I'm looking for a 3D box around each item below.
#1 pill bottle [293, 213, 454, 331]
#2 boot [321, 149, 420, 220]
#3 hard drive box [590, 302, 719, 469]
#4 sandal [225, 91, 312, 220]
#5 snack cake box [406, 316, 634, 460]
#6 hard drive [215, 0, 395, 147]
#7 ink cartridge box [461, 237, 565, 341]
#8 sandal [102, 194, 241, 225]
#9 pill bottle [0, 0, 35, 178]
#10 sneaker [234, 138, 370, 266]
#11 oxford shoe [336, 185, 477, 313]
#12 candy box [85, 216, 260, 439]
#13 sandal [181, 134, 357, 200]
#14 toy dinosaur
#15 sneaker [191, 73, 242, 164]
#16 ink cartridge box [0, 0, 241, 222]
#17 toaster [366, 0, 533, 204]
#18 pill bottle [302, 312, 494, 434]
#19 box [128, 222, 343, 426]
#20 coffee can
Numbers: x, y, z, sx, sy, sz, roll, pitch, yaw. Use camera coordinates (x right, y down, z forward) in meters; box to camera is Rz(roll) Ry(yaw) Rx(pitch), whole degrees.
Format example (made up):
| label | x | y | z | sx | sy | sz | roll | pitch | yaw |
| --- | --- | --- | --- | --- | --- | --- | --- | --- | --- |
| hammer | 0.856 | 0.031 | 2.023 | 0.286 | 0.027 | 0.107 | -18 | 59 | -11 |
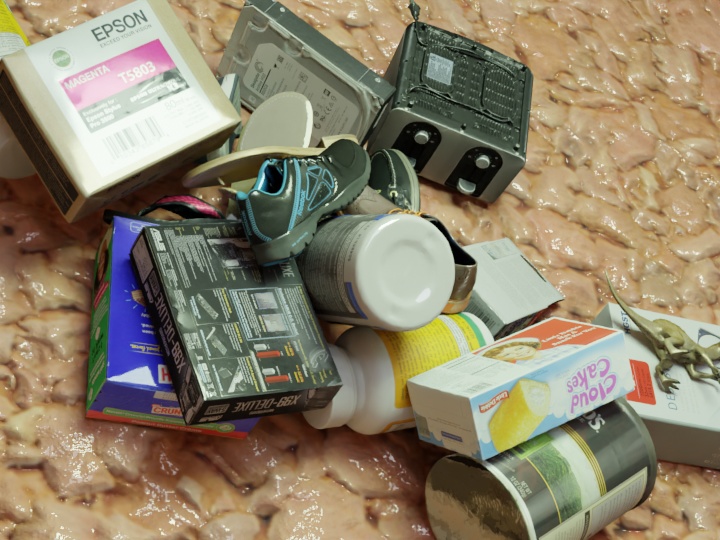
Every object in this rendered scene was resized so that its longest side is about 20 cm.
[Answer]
| label | x | y | z | sx | sy | sz | roll | pitch | yaw |
| --- | --- | --- | --- | --- | --- | --- | --- | --- | --- |
| pill bottle | 0.000 | 0.000 | 1.471 | 0.113 | 0.199 | 0.115 | -1 | 92 | -28 |
| boot | -0.011 | -0.068 | 1.645 | 0.152 | 0.073 | 0.206 | 15 | 53 | -27 |
| hard drive box | 0.366 | 0.137 | 1.681 | 0.198 | 0.077 | 0.157 | 10 | 50 | -19 |
| sandal | -0.112 | -0.096 | 1.639 | 0.077 | 0.070 | 0.214 | 17 | 71 | -2 |
| snack cake box | 0.160 | 0.115 | 1.457 | 0.198 | 0.115 | 0.068 | -20 | 104 | -27 |
| hard drive | -0.069 | -0.216 | 1.697 | 0.199 | 0.140 | 0.038 | 38 | 47 | 4 |
| ink cartridge box | 0.154 | 0.023 | 1.669 | 0.109 | 0.050 | 0.199 | 48 | 24 | 14 |
| sandal | -0.173 | -0.056 | 1.545 | 0.197 | 0.075 | 0.046 | 4 | 84 | -9 |
| pill bottle | -0.390 | -0.200 | 1.532 | 0.112 | 0.113 | 0.201 | -18 | 64 | -35 |
| sneaker | -0.054 | -0.089 | 1.470 | 0.200 | 0.073 | 0.082 | -52 | 122 | -46 |
| oxford shoe | 0.051 | -0.045 | 1.560 | 0.200 | 0.073 | 0.071 | 40 | 45 | 18 |
| candy box | -0.183 | 0.059 | 1.468 | 0.167 | 0.077 | 0.202 | 12 | 49 | -20 |
| sandal | -0.082 | -0.091 | 1.552 | 0.210 | 0.078 | 0.070 | -15 | 78 | -32 |
| toy dinosaur | 0.347 | 0.082 | 1.639 | 0.198 | 0.058 | 0.102 | 25 | 31 | -17 |
| sneaker | -0.208 | -0.171 | 1.635 | 0.144 | 0.078 | 0.203 | -1 | 21 | 4 |
| ink cartridge box | -0.246 | -0.167 | 1.462 | 0.199 | 0.075 | 0.166 | -31 | 87 | -31 |
| toaster | 0.111 | -0.200 | 1.788 | 0.179 | 0.119 | 0.201 | 20 | 49 | -12 |
| pill bottle | 0.036 | 0.109 | 1.514 | 0.198 | 0.113 | 0.114 | -7 | 58 | -30 |
| box | -0.123 | 0.046 | 1.424 | 0.156 | 0.050 | 0.201 | -4 | 58 | -35 |
| coffee can | 0.185 | 0.217 | 1.480 | 0.199 | 0.147 | 0.147 | -24 | 67 | -38 |
